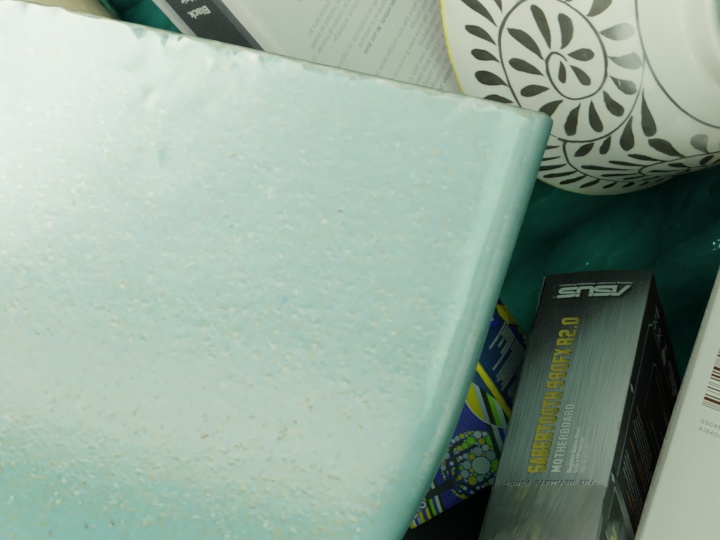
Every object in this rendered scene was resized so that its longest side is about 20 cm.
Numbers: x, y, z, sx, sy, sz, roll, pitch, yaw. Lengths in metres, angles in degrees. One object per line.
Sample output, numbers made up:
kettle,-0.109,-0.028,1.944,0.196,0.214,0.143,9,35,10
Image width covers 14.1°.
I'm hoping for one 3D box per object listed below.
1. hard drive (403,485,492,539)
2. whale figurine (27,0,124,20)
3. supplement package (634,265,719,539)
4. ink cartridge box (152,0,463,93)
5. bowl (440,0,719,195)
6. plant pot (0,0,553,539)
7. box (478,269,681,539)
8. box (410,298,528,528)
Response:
hard drive,-0.007,0.101,1.211,0.200,0.140,0.033,29,115,-12
whale figurine,-0.180,-0.051,1.199,0.200,0.104,0.159,-42,118,12
supplement package,0.218,0.035,1.136,0.147,0.200,0.191,21,107,14
ink cartridge box,0.006,-0.136,1.161,0.200,0.043,0.198,48,50,-26
bowl,0.137,-0.119,1.146,0.201,0.094,0.201,-12,110,-34
plant pot,-0.051,0.029,1.001,0.196,0.196,0.200,11,90,2
box,0.105,0.125,1.178,0.048,0.158,0.200,-4,130,20
box,0.000,0.000,1.197,0.070,0.064,0.200,-31,98,22
